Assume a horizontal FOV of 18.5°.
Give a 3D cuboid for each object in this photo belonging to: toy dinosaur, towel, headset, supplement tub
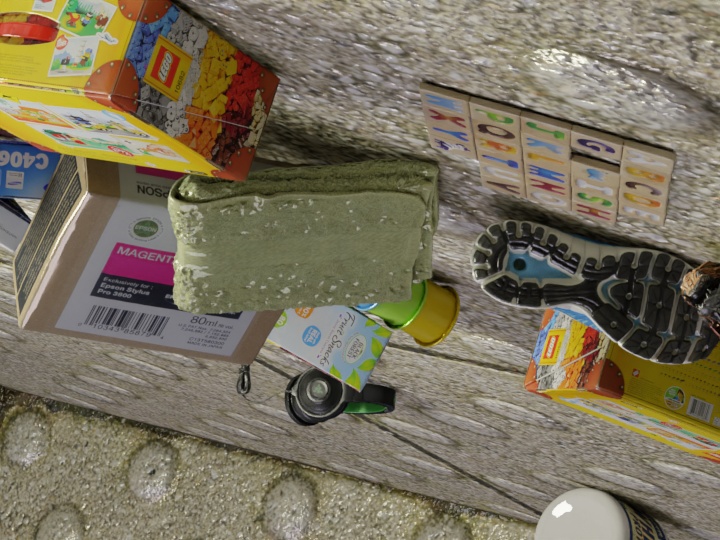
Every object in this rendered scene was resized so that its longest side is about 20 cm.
[{"bbox_3d":[0.317,0.050,1.562,0.199,0.103,0.136,3,-145,-21],"label":"toy dinosaur"},{"bbox_3d":[-0.040,-0.025,1.613,0.199,0.037,0.149,-6,142,-8],"label":"towel"},{"bbox_3d":[-0.054,0.141,2.726,0.199,0.095,0.123,5,168,-13],"label":"headset"},{"bbox_3d":[0.346,0.394,3.078,0.144,0.146,0.200,10,167,37],"label":"supplement tub"}]

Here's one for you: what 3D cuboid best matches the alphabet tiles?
[{"bbox_3d":[0.124,-0.070,1.463,0.166,0.008,0.200,16,169,9],"label":"alphabet tiles"}]

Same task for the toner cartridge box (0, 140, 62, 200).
[{"bbox_3d":[-0.255,-0.081,1.778,0.094,0.043,0.200,3,-177,-4],"label":"toner cartridge box"}]

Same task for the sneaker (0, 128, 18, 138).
[{"bbox_3d":[-0.255,-0.135,1.626,0.115,0.076,0.200,10,178,13],"label":"sneaker"}]

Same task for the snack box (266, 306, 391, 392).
[{"bbox_3d":[-0.077,0.031,2.006,0.199,0.068,0.169,30,179,-5],"label":"snack box"}]

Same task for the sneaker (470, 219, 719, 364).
[{"bbox_3d":[0.179,0.006,1.646,0.199,0.079,0.090,22,-172,-2],"label":"sneaker"}]

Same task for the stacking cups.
[{"bbox_3d":[0.000,0.000,1.919,0.200,0.061,0.060,31,164,-36],"label":"stacking cups"}]

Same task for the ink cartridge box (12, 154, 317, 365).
[{"bbox_3d":[-0.146,-0.017,1.682,0.199,0.075,0.165,10,136,-24],"label":"ink cartridge box"}]

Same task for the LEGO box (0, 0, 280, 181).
[{"bbox_3d":[-0.179,-0.130,1.468,0.199,0.078,0.149,10,167,37],"label":"LEGO box"}]

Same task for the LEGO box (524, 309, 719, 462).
[{"bbox_3d":[0.260,0.095,1.839,0.199,0.078,0.149,21,170,-17],"label":"LEGO box"}]

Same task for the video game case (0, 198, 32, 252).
[{"bbox_3d":[-0.376,-0.095,1.875,0.181,0.036,0.200,33,-179,-23],"label":"video game case"}]
